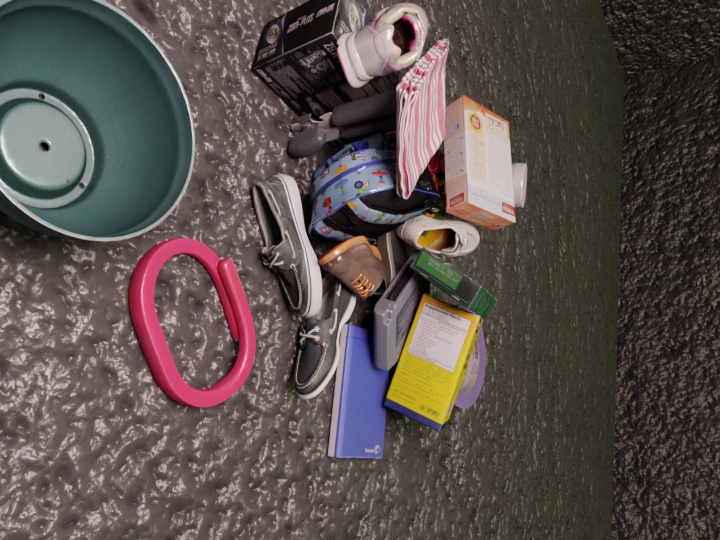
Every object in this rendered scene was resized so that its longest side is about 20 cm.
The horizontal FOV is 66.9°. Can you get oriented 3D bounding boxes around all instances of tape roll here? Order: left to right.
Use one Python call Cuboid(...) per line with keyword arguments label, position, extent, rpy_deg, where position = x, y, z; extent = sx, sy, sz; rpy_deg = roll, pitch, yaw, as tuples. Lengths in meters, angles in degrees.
Cuboid(label="tape roll", position=(0.180, 0.174, 1.117), extent=(0.197, 0.083, 0.209), rpy_deg=(6, 82, -52))

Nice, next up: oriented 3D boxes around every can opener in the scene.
Cuboid(label="can opener", position=(-0.020, -0.203, 0.792), extent=(0.053, 0.194, 0.069), rpy_deg=(39, 53, -51))

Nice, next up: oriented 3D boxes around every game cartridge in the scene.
Cuboid(label="game cartridge", position=(0.074, 0.070, 0.949), extent=(0.201, 0.040, 0.137), rpy_deg=(-50, 150, -47))

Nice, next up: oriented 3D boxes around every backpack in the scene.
Cuboid(label="backpack", position=(0.002, -0.120, 0.821), extent=(0.197, 0.179, 0.139), rpy_deg=(-6, 73, -55))

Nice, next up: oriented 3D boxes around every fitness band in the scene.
Cuboid(label="fitness band", position=(-0.199, 0.062, 0.659), extent=(0.142, 0.036, 0.207), rpy_deg=(-32, 111, -47))

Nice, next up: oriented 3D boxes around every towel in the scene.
Cuboid(label="towel", position=(0.091, -0.210, 0.744), extent=(0.202, 0.029, 0.150), rpy_deg=(-57, 152, -46))

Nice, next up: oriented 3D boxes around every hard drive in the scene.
Cuboid(label="hard drive", position=(0.003, 0.207, 0.921), extent=(0.130, 0.025, 0.208), rpy_deg=(23, 68, -50))

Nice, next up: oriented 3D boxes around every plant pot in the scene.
Cuboid(label="plant pot", position=(-0.270, -0.123, 0.497), extent=(0.197, 0.131, 0.209), rpy_deg=(9, 79, -52))

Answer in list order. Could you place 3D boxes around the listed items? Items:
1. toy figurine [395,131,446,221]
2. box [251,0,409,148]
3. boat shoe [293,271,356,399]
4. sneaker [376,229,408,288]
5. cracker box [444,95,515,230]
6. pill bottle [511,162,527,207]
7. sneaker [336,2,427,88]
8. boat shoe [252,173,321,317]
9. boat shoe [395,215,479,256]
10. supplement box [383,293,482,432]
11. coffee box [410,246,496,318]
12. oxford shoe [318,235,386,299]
Cuboid(label="toy figurine", position=(0.091, -0.186, 0.995), extent=(0.183, 0.147, 0.206), rpy_deg=(36, 63, -38))
Cuboid(label="box", position=(-0.034, -0.290, 0.811), extent=(0.198, 0.160, 0.089), rpy_deg=(35, 60, -44))
Cuboid(label="boat shoe", position=(-0.063, 0.089, 0.812), extent=(0.061, 0.073, 0.204), rpy_deg=(53, 36, -35))
Cuboid(label="sneaker", position=(0.043, -0.066, 0.980), extent=(0.105, 0.072, 0.209), rpy_deg=(0, 87, -64))
Cuboid(label="cracker box", position=(0.213, -0.190, 0.979), extent=(0.131, 0.057, 0.208), rpy_deg=(15, 68, -37))
Cuboid(label="pill bottle", position=(0.238, -0.177, 1.120), extent=(0.112, 0.193, 0.117), rpy_deg=(5, 90, -68))
Cuboid(label="sneaker", position=(0.053, -0.306, 0.723), extent=(0.201, 0.086, 0.083), rpy_deg=(-53, 126, -41))
Cuboid(label="boat shoe", position=(-0.111, -0.030, 0.769), extent=(0.069, 0.071, 0.208), rpy_deg=(-16, 91, -41))
Cuboid(label="boat shoe", position=(0.152, -0.054, 0.960), extent=(0.195, 0.070, 0.073), rpy_deg=(11, 113, -40))
Cuboid(label="supplement box", position=(0.132, 0.161, 0.963), extent=(0.207, 0.106, 0.109), rpy_deg=(-69, 162, -2))
Cuboid(label="coffee box", position=(0.165, 0.024, 0.936), extent=(0.045, 0.121, 0.199), rpy_deg=(-56, 156, 4))
Cuboid(label="oxford shoe", position=(0.000, 0.000, 0.827), extent=(0.075, 0.070, 0.199), rpy_deg=(63, 18, 13))
